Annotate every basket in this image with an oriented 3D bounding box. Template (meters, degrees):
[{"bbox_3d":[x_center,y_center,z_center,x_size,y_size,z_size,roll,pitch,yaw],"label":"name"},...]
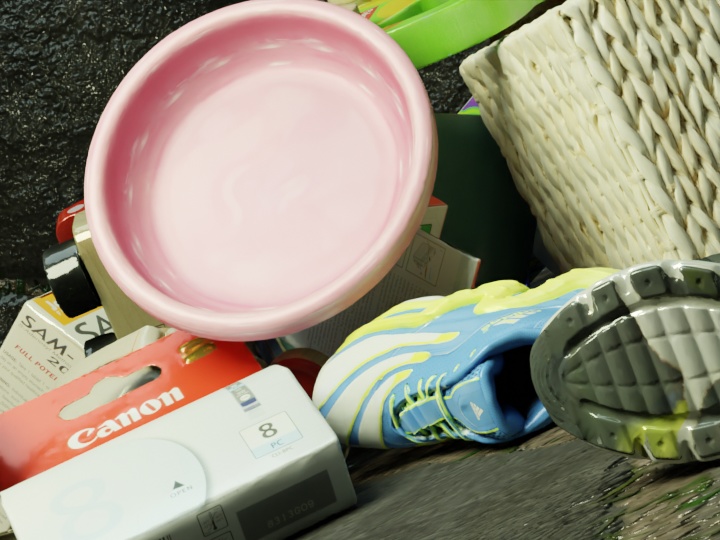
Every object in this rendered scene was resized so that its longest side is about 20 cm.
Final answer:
[{"bbox_3d":[0.183,-0.086,1.292,0.160,0.201,0.198,-27,3,-15],"label":"basket"}]

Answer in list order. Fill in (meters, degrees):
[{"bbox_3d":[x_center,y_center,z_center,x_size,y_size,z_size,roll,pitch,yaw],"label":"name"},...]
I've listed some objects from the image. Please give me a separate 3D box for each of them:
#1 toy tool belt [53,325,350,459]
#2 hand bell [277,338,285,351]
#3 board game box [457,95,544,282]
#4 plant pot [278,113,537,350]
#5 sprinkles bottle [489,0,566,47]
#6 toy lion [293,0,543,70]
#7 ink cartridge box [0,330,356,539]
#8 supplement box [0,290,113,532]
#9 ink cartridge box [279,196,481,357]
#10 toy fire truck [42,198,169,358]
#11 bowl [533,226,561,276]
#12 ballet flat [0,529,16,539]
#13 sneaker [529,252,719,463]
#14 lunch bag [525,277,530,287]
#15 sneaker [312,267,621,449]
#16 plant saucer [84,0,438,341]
[{"bbox_3d":[-0.087,0.079,1.314,0.199,0.126,0.123,-23,11,21],"label":"toy tool belt"},{"bbox_3d":[-0.051,0.083,1.529,0.104,0.105,0.200,-25,14,-18],"label":"hand bell"},{"bbox_3d":[0.113,-0.064,1.726,0.104,0.103,0.200,-15,-26,-46],"label":"board game box"},{"bbox_3d":[0.019,-0.019,1.452,0.199,0.162,0.201,2,3,0],"label":"plant pot"},{"bbox_3d":[0.146,-0.122,1.486,0.068,0.069,0.200,-23,-18,17],"label":"sprinkles bottle"},{"bbox_3d":[0.065,-0.165,1.355,0.190,0.069,0.200,-19,15,17],"label":"toy lion"},{"bbox_3d":[-0.112,0.085,1.164,0.159,0.048,0.200,-25,36,-11],"label":"ink cartridge box"},{"bbox_3d":[-0.212,0.103,1.560,0.201,0.073,0.126,-58,-14,26],"label":"supplement box"},{"bbox_3d":[0.000,0.000,1.308,0.050,0.110,0.199,-7,28,-46],"label":"ink cartridge box"},{"bbox_3d":[-0.113,0.011,1.480,0.128,0.177,0.200,-22,19,3],"label":"toy fire truck"},{"bbox_3d":[0.215,-0.045,1.556,0.199,0.075,0.200,-25,3,-8],"label":"bowl"},{"bbox_3d":[-0.208,0.167,1.417,0.199,0.047,0.067,-22,1,-10],"label":"ballet flat"},{"bbox_3d":[0.163,0.021,0.843,0.198,0.075,0.085,-14,-1,17],"label":"sneaker"},{"bbox_3d":[0.000,-0.028,1.655,0.127,0.201,0.170,-42,12,-35],"label":"lunch bag"},{"bbox_3d":[0.047,0.050,1.128,0.199,0.076,0.105,-22,4,27],"label":"sneaker"},{"bbox_3d":[-0.051,-0.051,1.241,0.199,0.202,0.051,-24,-28,6],"label":"plant saucer"}]
